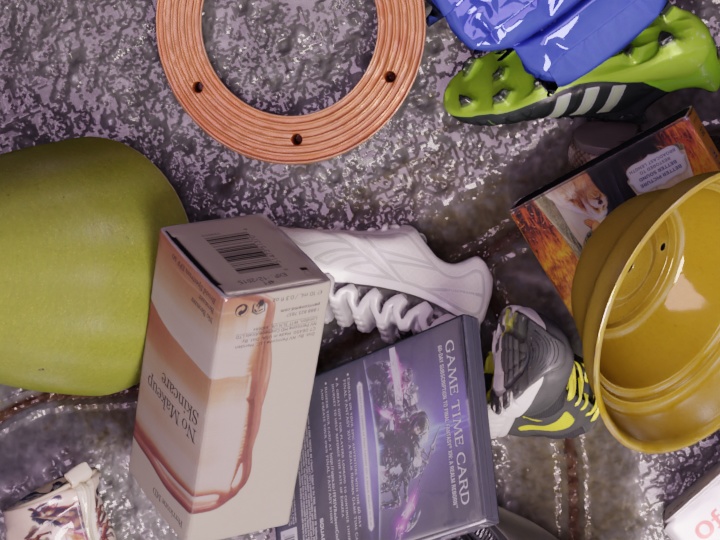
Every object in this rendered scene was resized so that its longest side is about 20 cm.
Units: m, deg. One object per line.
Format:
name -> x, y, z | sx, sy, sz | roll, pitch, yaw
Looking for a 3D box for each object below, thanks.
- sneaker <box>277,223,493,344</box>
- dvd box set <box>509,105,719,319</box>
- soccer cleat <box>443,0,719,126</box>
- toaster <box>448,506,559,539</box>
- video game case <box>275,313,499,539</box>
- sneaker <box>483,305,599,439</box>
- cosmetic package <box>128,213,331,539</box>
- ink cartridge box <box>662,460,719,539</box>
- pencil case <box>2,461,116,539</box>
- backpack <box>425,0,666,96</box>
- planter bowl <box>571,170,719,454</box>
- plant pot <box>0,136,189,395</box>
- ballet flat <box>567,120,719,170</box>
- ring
sneaker -> 0.000, 0.000, 1.452 | 0.199, 0.075, 0.081 | 21, 74, 10
dvd box set -> 0.213, 0.008, 1.400 | 0.146, 0.029, 0.200 | -28, 99, 23
soccer cleat -> 0.153, -0.127, 1.414 | 0.199, 0.081, 0.068 | -12, 52, 29
toaster -> 0.093, 0.227, 1.382 | 0.129, 0.200, 0.114 | 22, 98, -38
video game case -> 0.011, 0.127, 1.398 | 0.200, 0.019, 0.143 | -24, 62, 40
sneaker -> 0.128, 0.071, 1.375 | 0.084, 0.200, 0.075 | 6, 78, -3
cosmetic package -> -0.093, 0.074, 1.398 | 0.087, 0.103, 0.201 | -9, 123, -31
ink cartridge box -> 0.325, 0.199, 1.397 | 0.146, 0.086, 0.200 | -41, 85, 8
pencil case -> -0.196, 0.242, 1.478 | 0.089, 0.078, 0.201 | -19, 89, 35
backpack -> 0.110, -0.208, 1.321 | 0.162, 0.200, 0.168 | -31, 99, 7
planter bowl -> 0.197, 0.011, 1.319 | 0.083, 0.200, 0.201 | 34, 98, 43
plant pot -> -0.245, 0.001, 1.389 | 0.186, 0.200, 0.188 | 1, 93, 29
ballet flat -> 0.243, -0.066, 1.415 | 0.199, 0.067, 0.047 | 7, 121, 9
ring -> -0.050, -0.177, 1.462 | 0.200, 0.019, 0.201 | 1, 98, 10
